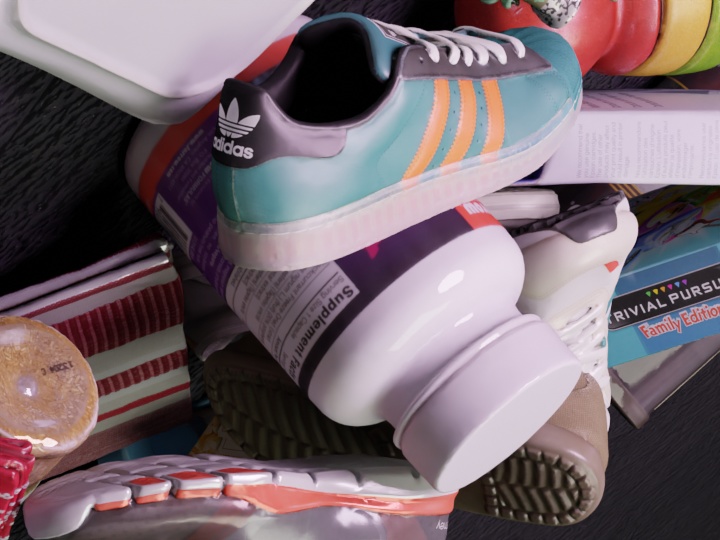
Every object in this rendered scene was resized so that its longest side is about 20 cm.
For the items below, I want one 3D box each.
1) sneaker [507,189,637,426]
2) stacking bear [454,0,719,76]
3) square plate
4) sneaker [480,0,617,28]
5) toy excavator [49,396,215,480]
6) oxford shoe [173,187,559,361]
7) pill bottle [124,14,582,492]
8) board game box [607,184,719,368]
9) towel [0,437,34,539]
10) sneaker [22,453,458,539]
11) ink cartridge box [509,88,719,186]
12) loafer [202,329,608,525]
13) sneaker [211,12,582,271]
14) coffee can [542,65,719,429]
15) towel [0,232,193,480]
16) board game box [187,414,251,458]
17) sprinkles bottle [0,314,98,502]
[{"bbox_3d":[0.098,0.034,1.317,0.070,0.094,0.200,-20,166,-19],"label":"sneaker"},{"bbox_3d":[0.130,-0.138,1.342,0.200,0.122,0.114,-20,156,-34],"label":"stacking bear"},{"bbox_3d":[-0.049,-0.136,1.024,0.200,0.028,0.198,-43,154,13],"label":"square plate"},{"bbox_3d":[0.058,-0.142,1.188,0.200,0.089,0.077,-16,148,-51],"label":"sneaker"},{"bbox_3d":[-0.069,0.097,1.461,0.200,0.195,0.100,-19,-179,40],"label":"toy excavator"},{"bbox_3d":[0.000,0.000,1.325,0.200,0.058,0.075,-14,176,12],"label":"oxford shoe"},{"bbox_3d":[0.000,-0.005,1.209,0.111,0.200,0.111,-38,163,-13],"label":"pill bottle"},{"bbox_3d":[0.192,-0.016,1.424,0.200,0.047,0.151,-20,-168,37],"label":"board game box"},{"bbox_3d":[-0.224,0.121,1.186,0.144,0.023,0.200,10,141,-12],"label":"towel"},{"bbox_3d":[-0.046,0.122,1.195,0.200,0.082,0.077,1,-177,-26],"label":"sneaker"},{"bbox_3d":[0.121,-0.066,1.367,0.200,0.041,0.200,-1,-174,-9],"label":"ink cartridge box"},{"bbox_3d":[0.024,0.065,1.287,0.067,0.200,0.076,-56,153,-43],"label":"loafer"},{"bbox_3d":[0.020,-0.071,1.125,0.200,0.071,0.080,-30,126,-41],"label":"sneaker"},{"bbox_3d":[0.189,-0.026,1.671,0.200,0.146,0.146,-42,163,1],"label":"coffee can"},{"bbox_3d":[-0.148,0.051,1.288,0.144,0.023,0.200,-21,158,-11],"label":"towel"},{"bbox_3d":[0.002,0.072,1.411,0.200,0.046,0.152,-56,143,-13],"label":"board game box"},{"bbox_3d":[-0.188,0.097,1.229,0.068,0.068,0.200,-23,164,-47],"label":"sprinkles bottle"}]
